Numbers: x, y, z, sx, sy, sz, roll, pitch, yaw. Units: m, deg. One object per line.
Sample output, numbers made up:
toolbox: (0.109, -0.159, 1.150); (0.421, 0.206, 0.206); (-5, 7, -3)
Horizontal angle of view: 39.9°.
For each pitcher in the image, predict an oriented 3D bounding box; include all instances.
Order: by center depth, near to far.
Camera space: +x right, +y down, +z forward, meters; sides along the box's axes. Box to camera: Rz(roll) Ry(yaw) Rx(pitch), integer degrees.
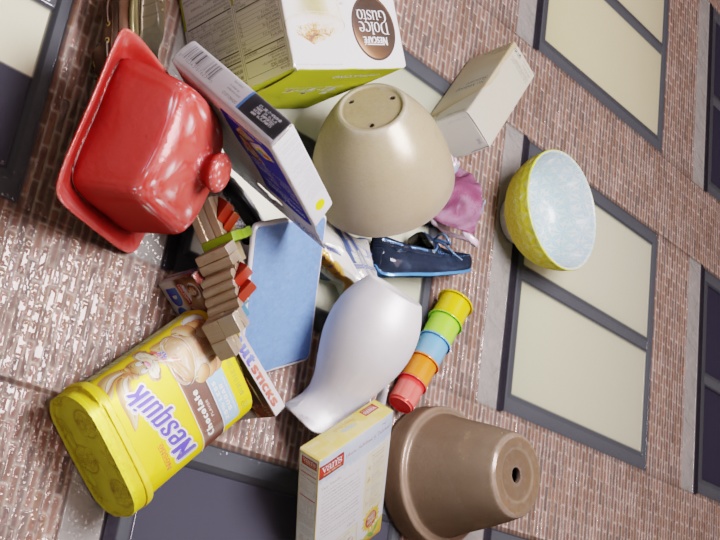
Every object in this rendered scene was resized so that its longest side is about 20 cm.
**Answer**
pitcher: (0.009, 0.118, 1.307); (0.171, 0.121, 0.202); (22, 100, -56)

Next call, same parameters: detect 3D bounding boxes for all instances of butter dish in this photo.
butter dish: (-0.208, -0.122, 1.078); (0.200, 0.145, 0.203); (54, 54, -67)

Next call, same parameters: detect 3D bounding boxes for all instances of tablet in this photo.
tablet: (-0.100, 0.031, 1.249); (0.129, 0.014, 0.204); (-12, 116, -48)

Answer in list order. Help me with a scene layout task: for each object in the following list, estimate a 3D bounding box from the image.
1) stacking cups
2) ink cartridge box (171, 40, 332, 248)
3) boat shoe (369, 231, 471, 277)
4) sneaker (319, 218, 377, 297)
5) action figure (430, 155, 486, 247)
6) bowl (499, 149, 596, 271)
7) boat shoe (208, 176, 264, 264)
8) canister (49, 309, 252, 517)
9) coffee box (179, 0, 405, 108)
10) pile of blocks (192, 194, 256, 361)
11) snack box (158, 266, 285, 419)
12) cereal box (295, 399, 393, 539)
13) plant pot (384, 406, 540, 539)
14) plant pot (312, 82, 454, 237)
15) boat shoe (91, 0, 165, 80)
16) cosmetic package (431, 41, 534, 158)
stacking cups: (0.102, 0.118, 1.463); (0.061, 0.060, 0.201); (51, 51, -25)
ink cartridge box: (-0.116, -0.143, 1.148); (0.047, 0.197, 0.201); (-43, 148, -9)
boat shoe: (0.096, -0.026, 1.468); (0.198, 0.083, 0.070); (0, 87, -47)
sneaker: (0.000, 0.000, 1.373); (0.200, 0.074, 0.089); (49, 52, -28)
action figure: (0.089, -0.109, 1.483); (0.198, 0.133, 0.152); (-12, 114, -46)
bowl: (0.298, -0.093, 1.668); (0.198, 0.107, 0.205); (10, 76, -43)
boat shoe: (-0.136, -0.034, 1.246); (0.072, 0.068, 0.202); (-42, 112, -41)
canister: (-0.226, 0.152, 1.109); (0.199, 0.086, 0.151); (-38, 109, -44)
coffee box: (-0.090, -0.323, 1.255); (0.198, 0.198, 0.202); (-11, 90, -45)
pile of blocks: (-0.143, 0.000, 1.142); (0.082, 0.061, 0.204); (21, 54, -57)
snack box: (-0.165, 0.090, 1.190); (0.024, 0.071, 0.202); (-43, 112, -41)
cereal box: (-0.022, 0.280, 1.257); (0.143, 0.039, 0.204); (-26, 130, -45)
plant pot: (0.155, 0.291, 1.404); (0.198, 0.173, 0.205); (10, 76, -44)
plant pot: (0.022, -0.165, 1.310); (0.202, 0.197, 0.136); (-60, 154, -33)
boat shoe: (-0.274, -0.235, 1.150); (0.072, 0.066, 0.205); (-4, 101, -74)
cosmetic package: (0.191, -0.272, 1.598); (0.074, 0.102, 0.201); (53, 49, -22)
